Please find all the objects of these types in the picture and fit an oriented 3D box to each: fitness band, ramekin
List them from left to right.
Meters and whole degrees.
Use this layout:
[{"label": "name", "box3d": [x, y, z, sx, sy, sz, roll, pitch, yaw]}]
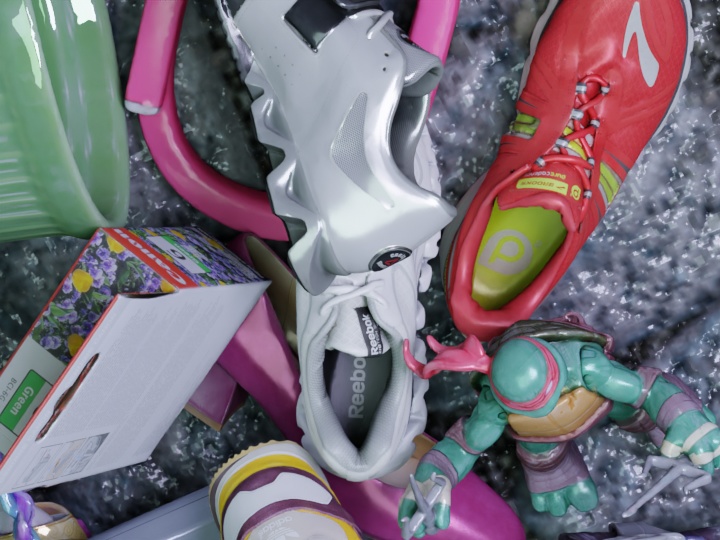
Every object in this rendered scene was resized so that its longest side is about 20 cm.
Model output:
[{"label": "ramekin", "box3d": [-0.173, -0.104, 1.180, 0.097, 0.200, 0.201, -11, 106, 5]}, {"label": "fitness band", "box3d": [-0.031, -0.111, 1.254, 0.143, 0.037, 0.201, 16, 110, 0]}]

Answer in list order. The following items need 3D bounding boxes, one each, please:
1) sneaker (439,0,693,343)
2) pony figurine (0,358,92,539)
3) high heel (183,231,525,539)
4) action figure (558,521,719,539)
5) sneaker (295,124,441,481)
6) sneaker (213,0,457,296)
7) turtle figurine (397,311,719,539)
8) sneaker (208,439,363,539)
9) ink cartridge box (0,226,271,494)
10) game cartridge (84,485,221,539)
[{"label": "sneaker", "box3d": [0.097, -0.051, 1.234, 0.077, 0.085, 0.201, 23, 109, -2]}, {"label": "pony figurine", "box3d": [-0.195, 0.159, 1.310, 0.193, 0.167, 0.200, -27, 114, -1]}, {"label": "high heel", "box3d": [0.004, 0.063, 1.288, 0.200, 0.067, 0.096, 33, 123, 8]}, {"label": "action figure", "box3d": [0.198, 0.143, 1.271, 0.199, 0.069, 0.131, -12, 88, -20]}, {"label": "sneaker", "box3d": [0.000, 0.000, 1.221, 0.075, 0.081, 0.201, -3, 94, 5]}, {"label": "sneaker", "box3d": [-0.010, -0.097, 1.177, 0.088, 0.074, 0.201, -20, 80, 12]}, {"label": "turtle figurine", "box3d": [0.093, 0.069, 1.216, 0.149, 0.200, 0.101, -8, 80, 18]}, {"label": "sneaker", "box3d": [-0.007, 0.174, 1.234, 0.075, 0.090, 0.200, -32, 122, 4]}, {"label": "ink cartridge box", "box3d": [-0.115, 0.036, 1.175, 0.050, 0.200, 0.109, 37, 100, 12]}, {"label": "game cartridge", "box3d": [-0.076, 0.192, 1.299, 0.133, 0.040, 0.201, -24, 128, -23]}]
